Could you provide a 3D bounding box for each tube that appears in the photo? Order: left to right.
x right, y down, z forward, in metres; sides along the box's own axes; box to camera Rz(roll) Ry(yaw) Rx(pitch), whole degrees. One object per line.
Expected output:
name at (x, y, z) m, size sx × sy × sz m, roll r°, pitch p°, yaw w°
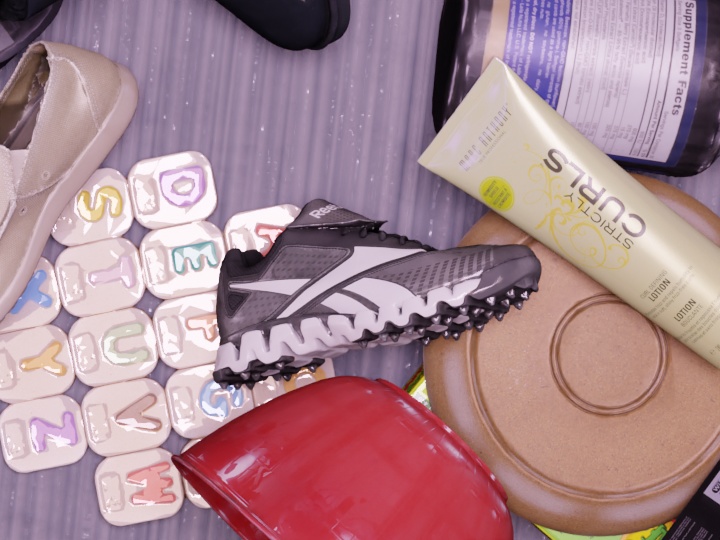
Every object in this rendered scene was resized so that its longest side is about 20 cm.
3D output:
tube at (0.128, -0.023, 0.980) m, size 0.199 × 0.052 × 0.058 m, roll 38°, pitch 82°, yaw -2°

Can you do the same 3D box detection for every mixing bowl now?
mixing bowl at (0.007, 0.128, 0.980) m, size 0.200 × 0.200 × 0.108 m, roll 43°, pitch 79°, yaw -3°

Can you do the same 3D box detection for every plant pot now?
plant pot at (0.133, 0.046, 1.018) m, size 0.198 × 0.027 × 0.202 m, roll 0°, pitch 90°, yaw -3°

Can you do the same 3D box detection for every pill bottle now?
pill bottle at (0.144, -0.112, 1.023) m, size 0.198 × 0.112 × 0.113 m, roll 8°, pitch 90°, yaw -4°

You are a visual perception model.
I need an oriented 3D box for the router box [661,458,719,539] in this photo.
router box at (0.220, 0.196, 1.025) m, size 0.157 × 0.052 × 0.201 m, roll 39°, pitch 87°, yaw -34°

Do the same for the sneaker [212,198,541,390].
sneaker at (0.000, 0.000, 0.998) m, size 0.199 × 0.066 × 0.091 m, roll -16°, pitch 78°, yaw 28°

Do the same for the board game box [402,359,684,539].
board game box at (0.126, 0.102, 1.055) m, size 0.200 × 0.048 × 0.102 m, roll 41°, pitch 88°, yaw -3°

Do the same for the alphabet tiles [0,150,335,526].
alphabet tiles at (-0.116, 0.038, 1.057) m, size 0.194 × 0.015 × 0.202 m, roll -10°, pitch 91°, yaw -4°

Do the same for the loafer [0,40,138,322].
loafer at (-0.201, -0.042, 1.014) m, size 0.068 × 0.075 × 0.201 m, roll 40°, pitch 77°, yaw -38°

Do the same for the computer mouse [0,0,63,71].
computer mouse at (-0.268, -0.137, 1.033) m, size 0.200 × 0.046 × 0.141 m, roll -42°, pitch 87°, yaw -3°

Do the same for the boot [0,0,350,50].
boot at (-0.122, -0.168, 0.992) m, size 0.168 × 0.076 × 0.201 m, roll -36°, pitch 86°, yaw -32°
